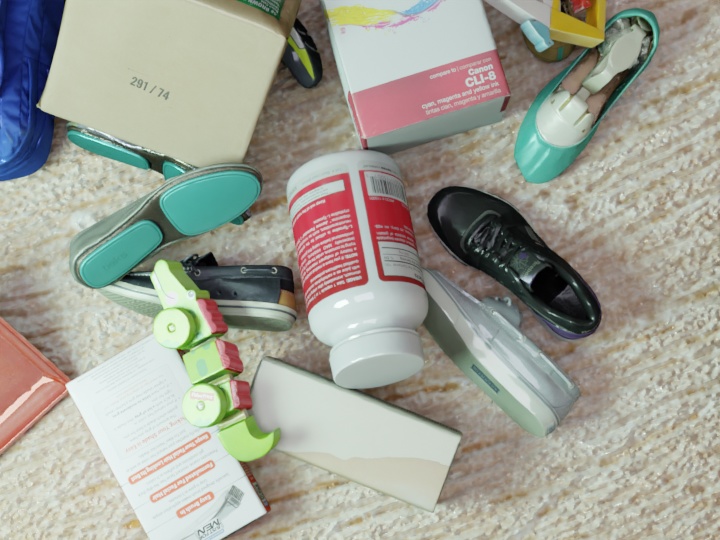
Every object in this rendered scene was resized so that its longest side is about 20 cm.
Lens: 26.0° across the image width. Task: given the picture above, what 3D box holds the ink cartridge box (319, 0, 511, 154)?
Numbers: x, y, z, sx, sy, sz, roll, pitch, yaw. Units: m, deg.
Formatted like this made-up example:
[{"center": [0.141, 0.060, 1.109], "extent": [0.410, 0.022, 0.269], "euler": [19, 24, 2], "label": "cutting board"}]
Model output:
[{"center": [0.042, -0.226, 1.458], "extent": [0.144, 0.145, 0.201], "euler": [-17, 86, 1], "label": "ink cartridge box"}]

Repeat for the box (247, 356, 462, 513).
[{"center": [-0.010, 0.151, 1.460], "extent": [0.199, 0.095, 0.078], "euler": [21, 88, 5], "label": "box"}]

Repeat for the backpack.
[{"center": [-0.375, -0.186, 1.467], "extent": [0.161, 0.168, 0.202], "euler": [3, 90, 9], "label": "backpack"}]

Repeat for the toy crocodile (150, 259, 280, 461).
[{"center": [-0.135, 0.079, 1.403], "extent": [0.061, 0.067, 0.201], "euler": [-27, 76, 14], "label": "toy crocodile"}]

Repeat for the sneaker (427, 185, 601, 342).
[{"center": [0.150, -0.015, 1.467], "extent": [0.200, 0.088, 0.076], "euler": [38, 88, 5], "label": "sneaker"}]

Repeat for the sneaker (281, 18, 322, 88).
[{"center": [-0.118, -0.240, 1.512], "extent": [0.200, 0.074, 0.081], "euler": [44, 99, 10], "label": "sneaker"}]

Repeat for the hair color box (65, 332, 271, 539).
[{"center": [-0.181, 0.168, 1.481], "extent": [0.110, 0.064, 0.201], "euler": [-29, 84, -1], "label": "hair color box"}]

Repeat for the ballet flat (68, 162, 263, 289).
[{"center": [-0.185, -0.054, 1.449], "extent": [0.199, 0.064, 0.068], "euler": [-30, 126, 3], "label": "ballet flat"}]

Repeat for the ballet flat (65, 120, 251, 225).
[{"center": [-0.184, -0.116, 1.502], "extent": [0.199, 0.072, 0.072], "euler": [27, 87, 3], "label": "ballet flat"}]

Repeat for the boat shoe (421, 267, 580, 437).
[{"center": [0.127, 0.065, 1.480], "extent": [0.071, 0.070, 0.201], "euler": [-41, 83, -20], "label": "boat shoe"}]

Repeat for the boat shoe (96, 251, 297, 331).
[{"center": [-0.155, 0.016, 1.486], "extent": [0.198, 0.075, 0.063], "euler": [5, 73, 10], "label": "boat shoe"}]

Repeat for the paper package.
[{"center": [-0.172, -0.206, 1.418], "extent": [0.199, 0.191, 0.104], "euler": [20, 45, -6], "label": "paper package"}]

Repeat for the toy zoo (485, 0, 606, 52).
[{"center": [0.176, -0.293, 1.460], "extent": [0.131, 0.020, 0.201], "euler": [18, 66, -27], "label": "toy zoo"}]

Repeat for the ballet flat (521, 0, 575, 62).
[{"center": [0.164, -0.300, 1.500], "extent": [0.068, 0.063, 0.201], "euler": [-22, 85, 0], "label": "ballet flat"}]

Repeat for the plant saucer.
[{"center": [-0.407, 0.110, 1.462], "extent": [0.200, 0.037, 0.200], "euler": [-43, 126, -2], "label": "plant saucer"}]

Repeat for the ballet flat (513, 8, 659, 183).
[{"center": [0.214, -0.172, 1.485], "extent": [0.067, 0.070, 0.200], "euler": [38, 89, 3], "label": "ballet flat"}]

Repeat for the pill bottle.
[{"center": [0.000, 0.000, 1.435], "extent": [0.111, 0.112, 0.201], "euler": [-11, 67, 2], "label": "pill bottle"}]
